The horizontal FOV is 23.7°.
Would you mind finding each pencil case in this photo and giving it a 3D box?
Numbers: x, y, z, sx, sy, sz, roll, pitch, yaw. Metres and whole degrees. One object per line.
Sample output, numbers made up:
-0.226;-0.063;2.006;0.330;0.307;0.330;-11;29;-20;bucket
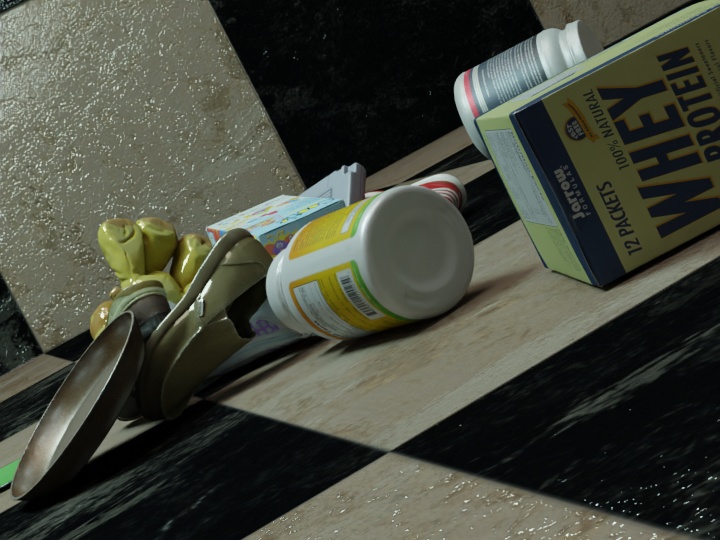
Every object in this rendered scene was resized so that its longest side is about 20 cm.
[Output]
-0.102;0.047;1.689;0.200;0.091;0.083;-22;-27;35;pencil case

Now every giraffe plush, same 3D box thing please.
-0.251;0.058;1.986;0.162;0.172;0.200;-55;27;33;giraffe plush

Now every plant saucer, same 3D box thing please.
-0.253;0.129;1.569;0.200;0.032;0.200;-50;16;20;plant saucer

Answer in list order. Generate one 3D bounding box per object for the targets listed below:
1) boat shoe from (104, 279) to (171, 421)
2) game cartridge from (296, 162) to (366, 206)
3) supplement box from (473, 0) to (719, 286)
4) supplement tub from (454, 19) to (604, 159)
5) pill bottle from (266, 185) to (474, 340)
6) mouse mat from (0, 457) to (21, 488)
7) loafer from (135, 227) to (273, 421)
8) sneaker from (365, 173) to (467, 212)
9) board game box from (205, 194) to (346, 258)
-0.219;0.094;1.683;0.071;0.066;0.201;-11;-36;-25;boat shoe
-0.068;-0.032;2.071;0.200;0.041;0.134;-32;38;38;game cartridge
0.209;-0.098;1.250;0.199;0.135;0.200;-28;6;-2;supplement box
0.245;-0.250;2.399;0.199;0.141;0.140;-26;6;23;supplement tub
0.000;0.000;1.478;0.111;0.111;0.200;-31;7;-32;pill bottle
-0.373;0.217;1.829;0.199;0.008;0.161;-28;5;4;mouse mat
-0.141;0.057;1.601;0.201;0.067;0.076;-62;-25;-1;loafer
0.024;-0.056;2.037;0.199;0.079;0.116;-27;4;17;sneaker
-0.079;-0.015;1.866;0.105;0.103;0.200;-24;11;-17;board game box
